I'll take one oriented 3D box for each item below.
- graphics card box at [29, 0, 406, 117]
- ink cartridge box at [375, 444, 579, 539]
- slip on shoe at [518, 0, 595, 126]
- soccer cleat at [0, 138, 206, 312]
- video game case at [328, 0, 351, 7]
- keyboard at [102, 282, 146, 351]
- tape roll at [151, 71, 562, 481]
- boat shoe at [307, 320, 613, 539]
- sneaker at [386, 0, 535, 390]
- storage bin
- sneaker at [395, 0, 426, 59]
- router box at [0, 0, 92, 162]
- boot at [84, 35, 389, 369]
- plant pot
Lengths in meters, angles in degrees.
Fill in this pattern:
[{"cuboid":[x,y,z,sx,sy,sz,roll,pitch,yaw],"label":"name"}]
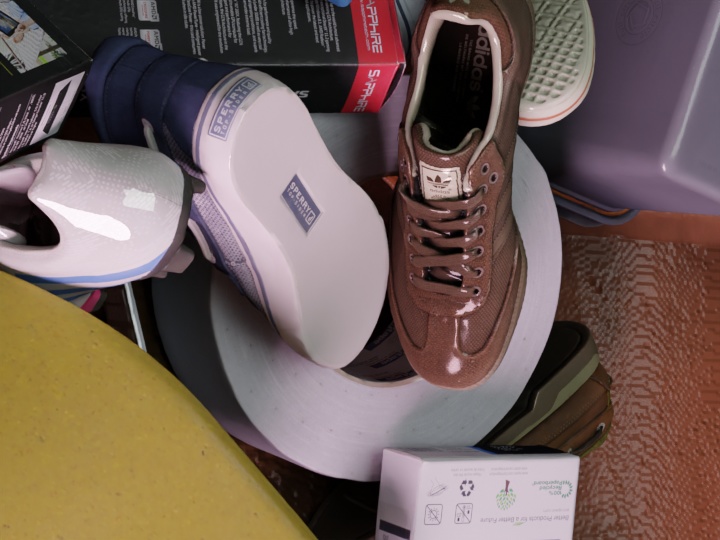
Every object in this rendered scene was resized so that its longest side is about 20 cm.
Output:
[{"cuboid":[-0.088,-0.135,1.301,0.199,0.051,0.126,-2,65,-16],"label":"graphics card box"},{"cuboid":[0.051,0.186,1.373,0.099,0.039,0.201,2,95,-35],"label":"ink cartridge box"},{"cuboid":[0.073,-0.121,1.407,0.074,0.200,0.061,-17,122,-5],"label":"slip on shoe"},{"cuboid":[-0.142,-0.017,1.231,0.086,0.200,0.070,18,67,-23],"label":"soccer cleat"},{"cuboid":[-0.058,-0.217,1.316,0.200,0.018,0.143,30,54,8],"label":"video game case"},{"cuboid":[-0.098,0.085,1.335,0.011,0.056,0.200,-14,95,-12],"label":"keyboard"},{"cuboid":[0.000,0.000,1.381,0.200,0.066,0.201,-6,102,-30],"label":"tape roll"},{"cuboid":[0.059,0.108,1.436,0.200,0.072,0.068,-36,119,-25],"label":"boat shoe"},{"cuboid":[0.037,-0.039,1.298,0.076,0.070,0.201,-24,118,-68],"label":"sneaker"},{"cuboid":[0.172,-0.115,1.474,0.145,0.134,0.200,22,86,-37],"label":"storage bin"},{"cuboid":[-0.036,-0.176,1.391,0.071,0.073,0.200,-47,112,-32],"label":"sneaker"},{"cuboid":[-0.234,-0.115,1.176,0.200,0.051,0.149,43,40,15],"label":"router box"},{"cuboid":[-0.054,-0.034,1.271,0.073,0.090,0.200,-53,147,-22],"label":"boot"},{"cuboid":[-0.166,0.118,1.207,0.194,0.195,0.200,-36,96,-32],"label":"plant pot"}]
